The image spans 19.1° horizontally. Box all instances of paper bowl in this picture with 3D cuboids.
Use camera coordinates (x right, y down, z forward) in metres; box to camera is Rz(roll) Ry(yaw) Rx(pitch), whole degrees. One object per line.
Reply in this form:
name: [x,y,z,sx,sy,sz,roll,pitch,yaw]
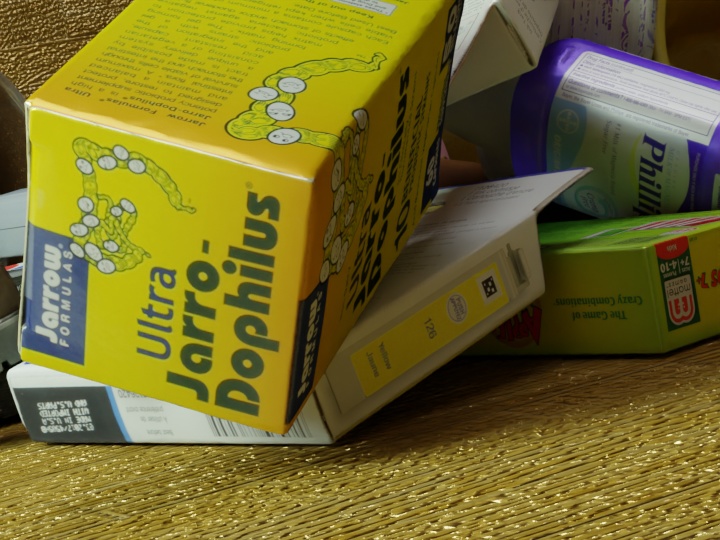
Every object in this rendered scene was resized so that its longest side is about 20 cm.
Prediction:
paper bowl: [0.088,-0.146,1.163,0.104,0.201,0.201,2,4,-9]

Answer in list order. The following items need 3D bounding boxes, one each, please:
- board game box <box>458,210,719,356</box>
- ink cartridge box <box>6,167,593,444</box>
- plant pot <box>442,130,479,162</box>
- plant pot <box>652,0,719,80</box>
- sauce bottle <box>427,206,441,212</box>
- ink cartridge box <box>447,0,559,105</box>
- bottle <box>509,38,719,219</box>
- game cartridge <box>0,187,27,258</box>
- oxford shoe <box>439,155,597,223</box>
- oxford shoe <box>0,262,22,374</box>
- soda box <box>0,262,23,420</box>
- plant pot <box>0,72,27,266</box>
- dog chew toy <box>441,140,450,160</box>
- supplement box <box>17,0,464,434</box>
board game box: [0.094,0.007,0.994,0.101,0.048,0.200,-14,7,-40]
ink cartridge box: [-0.022,0.018,0.945,0.197,0.047,0.200,-6,16,46]
plant pot: [0.047,-0.087,1.541,0.199,0.142,0.200,-10,5,1]
plant pot: [0.230,-0.103,1.207,0.200,0.201,0.189,-11,-9,-13]
sauce bottle: [0.000,0.000,1.144,0.199,0.066,0.066,-13,6,-26]
ink cartridge box: [-0.008,-0.081,1.031,0.200,0.045,0.176,-21,26,31]
bottle: [0.169,-0.048,1.016,0.200,0.084,0.065,21,50,26]
game cartridge: [-0.105,-0.048,1.180,0.200,0.041,0.133,-19,5,-38]
oxford shoe: [0.067,-0.044,1.258,0.200,0.071,0.071,0,38,-35]
oxford shoe: [-0.242,0.044,0.938,0.200,0.085,0.073,-30,4,-31]
soda box: [-0.145,0.025,1.106,0.063,0.071,0.200,-3,9,44]
plant pot: [-0.295,-0.009,1.203,0.198,0.201,0.200,-15,2,31]
dog chew toy: [-0.041,-0.035,1.327,0.199,0.125,0.125,-18,6,-5]
supplement box: [-0.040,-0.045,0.824,0.109,0.109,0.200,15,33,12]
